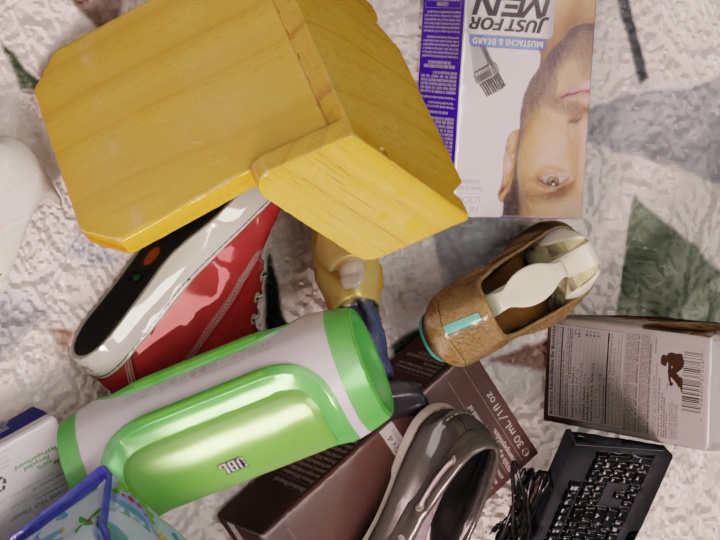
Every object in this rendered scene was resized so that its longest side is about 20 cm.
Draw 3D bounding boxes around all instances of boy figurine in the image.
[{"bbox_3d":[0.000,0.000,1.607,0.064,0.124,0.201,-10,72,6],"label":"boy figurine"}]

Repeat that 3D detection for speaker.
[{"bbox_3d":[-0.084,0.093,1.511,0.199,0.089,0.089,-22,109,8],"label":"speaker"}]

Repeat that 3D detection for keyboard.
[{"bbox_3d":[0.141,0.186,1.671,0.104,0.040,0.200,8,137,-6],"label":"keyboard"}]

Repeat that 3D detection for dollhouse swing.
[{"bbox_3d":[-0.071,-0.083,1.525,0.176,0.200,0.182,-38,140,17],"label":"dollhouse swing"}]

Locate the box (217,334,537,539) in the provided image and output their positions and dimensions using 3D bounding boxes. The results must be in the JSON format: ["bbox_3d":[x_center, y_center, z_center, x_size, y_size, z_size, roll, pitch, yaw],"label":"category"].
[{"bbox_3d":[0.013,0.144,1.648,0.200,0.075,0.100,-41,114,-16],"label":"box"}]

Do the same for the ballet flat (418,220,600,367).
[{"bbox_3d":[0.118,0.007,1.646,0.200,0.072,0.068,-26,89,-49],"label":"ballet flat"}]

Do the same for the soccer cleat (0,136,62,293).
[{"bbox_3d":[-0.258,0.006,1.488,0.078,0.069,0.200,45,72,-28],"label":"soccer cleat"}]

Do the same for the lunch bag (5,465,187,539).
[{"bbox_3d":[-0.170,0.246,1.487,0.200,0.128,0.170,-39,117,14],"label":"lunch bag"}]

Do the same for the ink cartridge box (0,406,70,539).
[{"bbox_3d":[-0.246,0.218,1.533,0.199,0.041,0.201,-28,109,-23],"label":"ink cartridge box"}]

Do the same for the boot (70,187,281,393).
[{"bbox_3d":[-0.075,0.021,1.588,0.144,0.072,0.200,41,85,-27],"label":"boot"}]

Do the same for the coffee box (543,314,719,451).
[{"bbox_3d":[0.226,0.076,1.683,0.113,0.200,0.080,1,92,-28],"label":"coffee box"}]

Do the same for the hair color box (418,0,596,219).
[{"bbox_3d":[0.100,-0.137,1.667,0.109,0.065,0.201,0,98,-29],"label":"hair color box"}]

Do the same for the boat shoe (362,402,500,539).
[{"bbox_3d":[0.037,0.185,1.581,0.067,0.057,0.201,5,108,-43],"label":"boat shoe"}]
